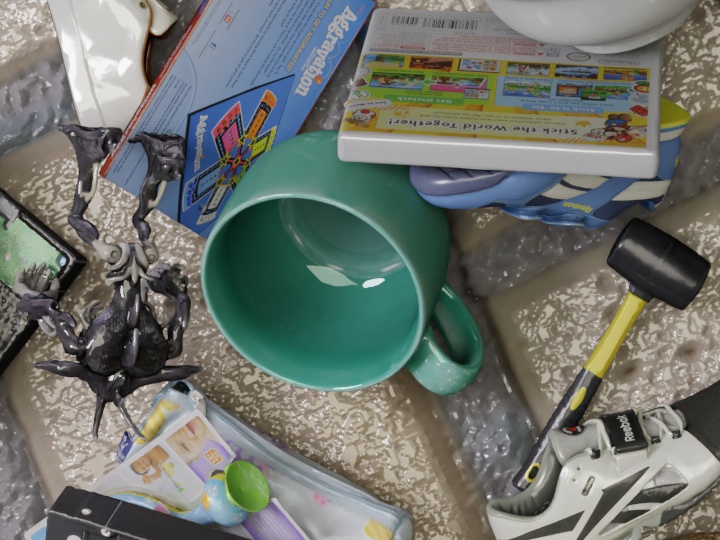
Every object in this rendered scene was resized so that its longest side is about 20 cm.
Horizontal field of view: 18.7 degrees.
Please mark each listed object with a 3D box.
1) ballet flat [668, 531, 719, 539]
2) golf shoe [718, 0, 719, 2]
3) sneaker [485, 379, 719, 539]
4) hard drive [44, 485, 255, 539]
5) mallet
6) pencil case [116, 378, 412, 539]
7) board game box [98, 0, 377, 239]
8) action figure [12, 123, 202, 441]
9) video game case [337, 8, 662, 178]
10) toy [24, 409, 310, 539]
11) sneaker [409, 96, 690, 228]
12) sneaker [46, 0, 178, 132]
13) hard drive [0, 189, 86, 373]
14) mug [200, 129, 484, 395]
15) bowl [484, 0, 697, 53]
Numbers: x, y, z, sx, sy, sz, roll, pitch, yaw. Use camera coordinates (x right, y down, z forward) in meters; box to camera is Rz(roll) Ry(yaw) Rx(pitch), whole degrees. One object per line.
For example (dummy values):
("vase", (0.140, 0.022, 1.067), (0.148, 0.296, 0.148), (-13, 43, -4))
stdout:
("ballet flat", (0.169, 0.234, 1.443), (0.199, 0.065, 0.071), (-28, 85, 5))
("golf shoe", (0.317, -0.159, 1.422), (0.199, 0.094, 0.078), (28, 91, 5))
("sneaker", (0.170, 0.125, 1.429), (0.200, 0.074, 0.089), (-40, 110, 3))
("hard drive", (-0.108, 0.227, 1.396), (0.199, 0.038, 0.140), (15, 120, 10))
("mallet", (0.169, 0.067, 1.465), (0.066, 0.041, 0.201), (23, 96, 4))
("pencil case", (-0.064, 0.151, 1.463), (0.199, 0.083, 0.091), (31, 109, 6))
("board game box", (-0.083, -0.125, 1.484), (0.103, 0.019, 0.201), (31, 92, -20))
("action figure", (-0.161, 0.008, 1.436), (0.118, 0.102, 0.201), (4, 92, -22))
("video game case", (0.095, -0.117, 1.414), (0.199, 0.182, 0.023), (4, 123, 6))
("toy", (-0.137, 0.185, 1.432), (0.200, 0.047, 0.115), (-37, 97, 34))
("sneaker", (0.125, -0.060, 1.419), (0.199, 0.074, 0.083), (-11, 125, -22))
("sneaker", (-0.173, -0.192, 1.496), (0.084, 0.073, 0.201), (-15, 98, 3))
("hard drive", (-0.303, 0.028, 1.511), (0.139, 0.038, 0.200), (38, 94, 6))
("mug", (-0.011, -0.002, 1.439), (0.151, 0.115, 0.186), (-12, 119, 24))
("bowl", (0.164, -0.205, 1.418), (0.200, 0.201, 0.091), (-22, 124, 6))
